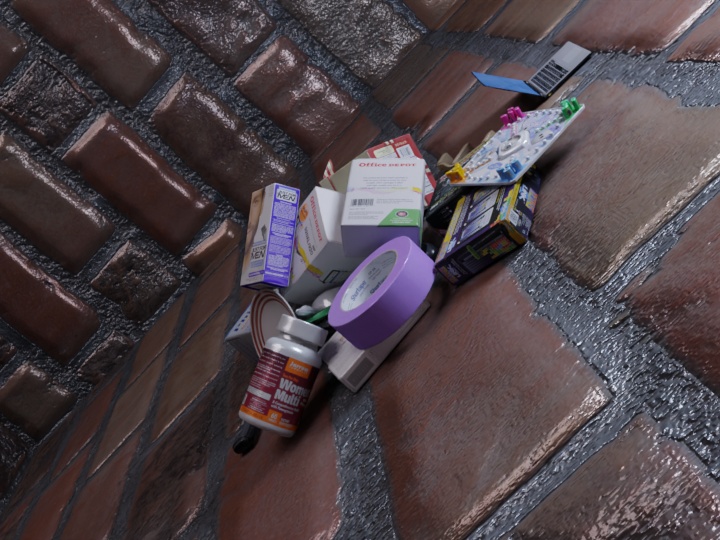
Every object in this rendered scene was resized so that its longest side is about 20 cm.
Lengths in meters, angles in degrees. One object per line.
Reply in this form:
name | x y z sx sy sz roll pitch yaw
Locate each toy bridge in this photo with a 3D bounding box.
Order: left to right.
toy bridge | 0.224 -0.246 1.871 0.067 0.027 0.200 -56 17 -24

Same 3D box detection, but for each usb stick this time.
usb stick | -0.218 0.293 1.746 0.055 0.033 0.200 -39 18 26

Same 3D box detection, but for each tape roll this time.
tape roll | 0.036 0.037 1.469 0.200 0.066 0.200 -42 19 18

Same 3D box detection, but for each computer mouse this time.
computer mouse | 0.111 -0.022 1.643 0.200 0.034 0.059 -172 102 -77

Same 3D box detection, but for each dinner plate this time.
dinner plate | -0.163 0.132 1.727 0.024 0.201 0.200 -14 -7 -36

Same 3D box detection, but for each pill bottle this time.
pill bottle | -0.134 0.187 1.540 0.201 0.109 0.110 -69 19 -6

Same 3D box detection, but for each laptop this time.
laptop | 0.356 -0.437 1.812 0.200 0.116 0.187 -44 17 14

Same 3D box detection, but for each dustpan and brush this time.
dustpan and brush | -0.065 0.075 1.695 0.139 0.200 0.057 -39 58 27

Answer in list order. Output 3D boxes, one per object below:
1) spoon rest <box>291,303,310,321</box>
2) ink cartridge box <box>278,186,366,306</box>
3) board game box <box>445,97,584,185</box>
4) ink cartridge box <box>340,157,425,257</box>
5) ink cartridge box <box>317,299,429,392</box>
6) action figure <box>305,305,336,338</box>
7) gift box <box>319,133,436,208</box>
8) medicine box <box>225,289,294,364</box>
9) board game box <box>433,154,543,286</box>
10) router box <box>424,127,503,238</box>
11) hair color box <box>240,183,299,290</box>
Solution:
spoon rest | -0.126 0.140 1.794 0.061 0.099 0.201 22 84 52
ink cartridge box | -0.067 -0.042 1.733 0.200 0.144 0.148 -48 43 38
board game box | 0.264 -0.224 1.501 0.200 0.026 0.200 -46 21 -15
ink cartridge box | 0.047 -0.121 1.625 0.144 0.084 0.201 1 44 8
ink cartridge box | 0.020 0.109 1.532 0.200 0.045 0.176 -49 16 -4
action figure | -0.019 0.078 1.655 0.200 0.055 0.118 -36 -23 -6
gift box | 0.036 -0.182 1.846 0.184 0.201 0.187 -21 -7 -46
medicine box | -0.196 0.111 1.996 0.182 0.103 0.200 -56 18 -26
board game box | 0.218 -0.085 1.448 0.165 0.057 0.200 -37 18 40
router box | 0.220 -0.167 1.626 0.200 0.062 0.150 -37 20 35
hair color box | -0.183 -0.065 1.729 0.109 0.065 0.201 -12 68 57
